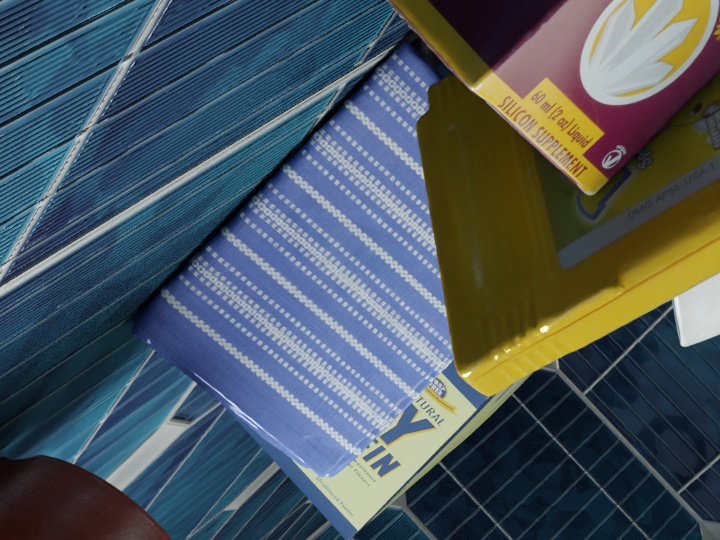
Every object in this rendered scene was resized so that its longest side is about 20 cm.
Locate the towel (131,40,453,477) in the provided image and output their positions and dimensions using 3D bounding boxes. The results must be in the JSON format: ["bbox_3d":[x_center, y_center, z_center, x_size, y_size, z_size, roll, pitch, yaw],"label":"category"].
[{"bbox_3d":[0.000,0.000,1.062,0.200,0.145,0.024,-45,-152,9],"label":"towel"}]

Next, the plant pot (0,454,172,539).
[{"bbox_3d":[-0.182,0.201,0.991,0.195,0.201,0.201,-48,177,-43],"label":"plant pot"}]

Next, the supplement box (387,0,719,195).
[{"bbox_3d":[0.119,-0.144,0.865,0.200,0.086,0.110,-45,142,9],"label":"supplement box"}]

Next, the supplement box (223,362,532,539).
[{"bbox_3d":[0.047,0.046,1.480,0.200,0.134,0.200,-35,169,-48],"label":"supplement box"}]

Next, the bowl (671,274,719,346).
[{"bbox_3d":[0.200,-0.079,1.250,0.074,0.201,0.200,-12,-157,7],"label":"bowl"}]

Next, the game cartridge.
[{"bbox_3d":[0.115,-0.060,0.923,0.200,0.177,0.032,-30,133,22],"label":"game cartridge"}]
